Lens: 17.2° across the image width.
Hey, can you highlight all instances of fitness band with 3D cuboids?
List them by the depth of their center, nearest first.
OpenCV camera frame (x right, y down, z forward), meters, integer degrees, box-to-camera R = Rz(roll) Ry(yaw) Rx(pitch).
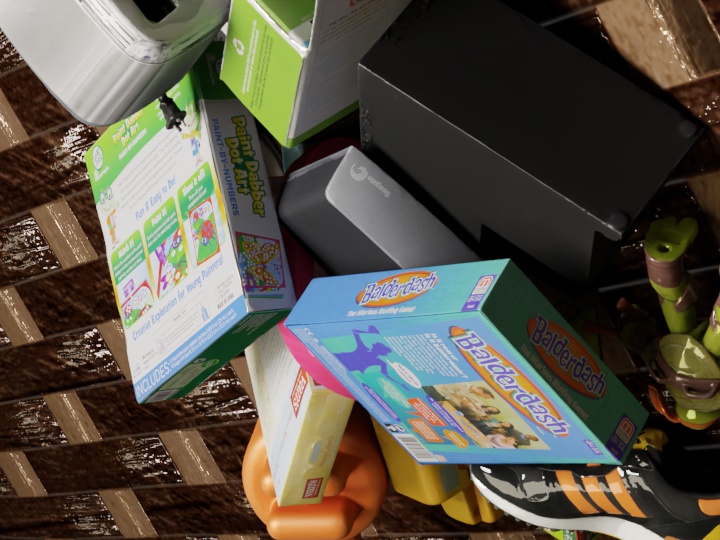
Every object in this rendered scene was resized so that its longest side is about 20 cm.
[{"bbox_3d":[0.000,0.000,1.669,0.143,0.201,0.037,25,142,-32],"label":"fitness band"}]

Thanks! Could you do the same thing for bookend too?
[{"bbox_3d":[0.104,-0.062,1.520,0.200,0.092,0.199,34,159,18],"label":"bookend"}]

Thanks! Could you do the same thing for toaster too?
[{"bbox_3d":[-0.164,-0.185,1.538,0.200,0.113,0.129,54,150,0],"label":"toaster"}]

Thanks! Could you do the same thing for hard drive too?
[{"bbox_3d":[0.036,0.005,1.582,0.200,0.042,0.135,43,160,-12],"label":"hard drive"}]

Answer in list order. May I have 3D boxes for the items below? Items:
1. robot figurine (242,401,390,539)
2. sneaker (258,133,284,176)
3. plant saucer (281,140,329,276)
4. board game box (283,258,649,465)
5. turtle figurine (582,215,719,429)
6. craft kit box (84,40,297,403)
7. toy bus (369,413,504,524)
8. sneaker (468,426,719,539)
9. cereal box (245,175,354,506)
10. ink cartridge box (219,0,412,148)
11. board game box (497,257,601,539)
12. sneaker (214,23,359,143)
[{"bbox_3d":[-0.028,0.139,1.872,0.144,0.200,0.117,44,115,-13],"label":"robot figurine"},{"bbox_3d":[-0.134,-0.098,1.841,0.080,0.115,0.200,20,136,50],"label":"sneaker"},{"bbox_3d":[-0.035,-0.006,1.783,0.070,0.019,0.201,146,121,-73],"label":"plant saucer"},{"bbox_3d":[0.066,0.063,1.527,0.199,0.045,0.152,-5,135,51],"label":"board game box"},{"bbox_3d":[0.206,0.045,1.497,0.200,0.064,0.162,35,146,36],"label":"turtle figurine"},{"bbox_3d":[-0.124,-0.031,1.675,0.200,0.048,0.199,-36,65,55],"label":"craft kit box"},{"bbox_3d":[0.052,0.104,1.796,0.065,0.078,0.201,16,131,51],"label":"toy bus"},{"bbox_3d":[0.173,0.134,1.607,0.199,0.070,0.090,18,126,13],"label":"sneaker"},{"bbox_3d":[-0.051,0.051,1.745,0.144,0.039,0.201,107,154,-50],"label":"cereal box"},{"bbox_3d":[-0.002,-0.191,1.488,0.076,0.147,0.200,45,150,21],"label":"ink cartridge box"},{"bbox_3d":[0.126,0.096,1.704,0.101,0.048,0.201,29,143,40],"label":"board game box"},{"bbox_3d":[-0.074,-0.148,1.715,0.200,0.090,0.067,34,145,37],"label":"sneaker"}]
